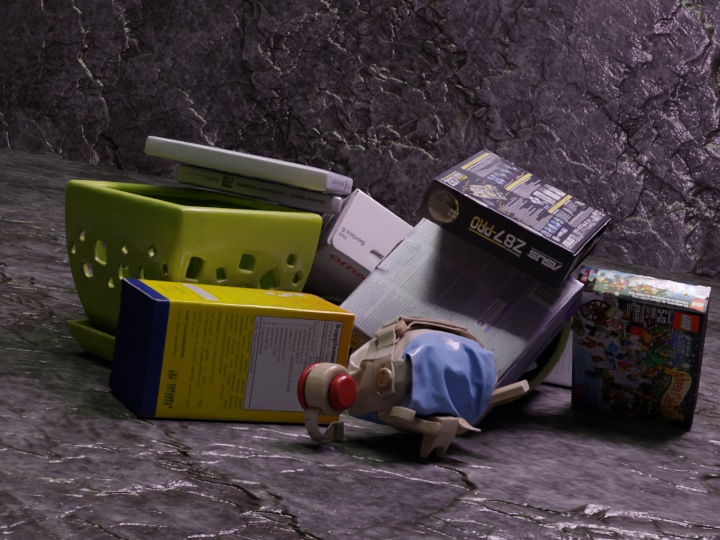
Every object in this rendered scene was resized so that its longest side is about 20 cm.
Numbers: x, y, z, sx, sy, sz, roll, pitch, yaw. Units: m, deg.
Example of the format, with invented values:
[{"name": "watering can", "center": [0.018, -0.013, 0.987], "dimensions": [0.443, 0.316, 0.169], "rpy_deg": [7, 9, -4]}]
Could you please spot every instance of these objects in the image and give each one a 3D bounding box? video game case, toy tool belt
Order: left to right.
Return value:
[{"name": "video game case", "center": [-0.117, -0.114, 1.637], "dimensions": [0.199, 0.024, 0.182], "rpy_deg": [12, 3, 7]}, {"name": "video game case", "center": [-0.120, -0.093, 1.709], "dimensions": [0.181, 0.023, 0.200], "rpy_deg": [11, 2, -7]}, {"name": "toy tool belt", "center": [0.053, 0.104, 1.339], "dimensions": [0.123, 0.125, 0.200], "rpy_deg": [3, 3, 41]}]

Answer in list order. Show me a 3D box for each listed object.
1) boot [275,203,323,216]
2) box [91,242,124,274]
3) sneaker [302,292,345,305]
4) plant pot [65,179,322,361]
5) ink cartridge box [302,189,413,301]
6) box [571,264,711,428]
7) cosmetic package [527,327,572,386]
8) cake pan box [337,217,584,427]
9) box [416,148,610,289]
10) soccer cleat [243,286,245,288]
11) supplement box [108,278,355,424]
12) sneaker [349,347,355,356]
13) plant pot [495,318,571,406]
[{"name": "boot", "center": [-0.036, -0.005, 1.937], "dimensions": [0.198, 0.163, 0.073], "rpy_deg": [11, 5, 13]}, {"name": "box", "center": [-0.270, -0.006, 1.875], "dimensions": [0.035, 0.110, 0.200], "rpy_deg": [2, 9, -41]}, {"name": "sneaker", "center": [-0.074, 0.067, 1.751], "dimensions": [0.200, 0.071, 0.099], "rpy_deg": [22, 29, 19]}, {"name": "plant pot", "center": [-0.183, 0.012, 1.546], "dimensions": [0.200, 0.182, 0.199], "rpy_deg": [16, 10, 43]}, {"name": "ink cartridge box", "center": [0.000, 0.000, 1.782], "dimensions": [0.145, 0.084, 0.200], "rpy_deg": [34, -24, -12]}, {"name": "box", "center": [0.297, 0.084, 1.598], "dimensions": [0.136, 0.200, 0.038], "rpy_deg": [11, 51, 16]}, {"name": "cosmetic package", "center": [0.263, 0.102, 1.820], "dimensions": [0.199, 0.071, 0.101], "rpy_deg": [10, 7, 11]}, {"name": "cake pan box", "center": [0.101, 0.037, 1.519], "dimensions": [0.184, 0.200, 0.052], "rpy_deg": [33, -27, 20]}, {"name": "box", "center": [0.163, -0.057, 1.536], "dimensions": [0.161, 0.049, 0.200], "rpy_deg": [31, 21, 10]}, {"name": "soccer cleat", "center": [-0.120, -0.024, 1.751], "dimensions": [0.084, 0.065, 0.200], "rpy_deg": [-12, 18, 20]}, {"name": "supplement box", "center": [-0.121, 0.076, 1.398], "dimensions": [0.200, 0.109, 0.109], "rpy_deg": [6, 8, -26]}, {"name": "sneaker", "center": [-0.008, 0.097, 1.592], "dimensions": [0.088, 0.076, 0.200], "rpy_deg": [-13, 13, -33]}, {"name": "plant pot", "center": [0.154, 0.058, 1.671], "dimensions": [0.200, 0.201, 0.190], "rpy_deg": [11, -4, 19]}]
